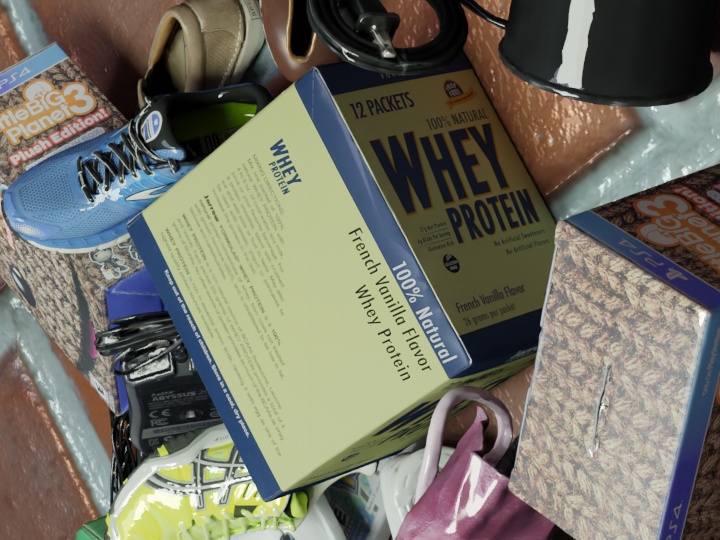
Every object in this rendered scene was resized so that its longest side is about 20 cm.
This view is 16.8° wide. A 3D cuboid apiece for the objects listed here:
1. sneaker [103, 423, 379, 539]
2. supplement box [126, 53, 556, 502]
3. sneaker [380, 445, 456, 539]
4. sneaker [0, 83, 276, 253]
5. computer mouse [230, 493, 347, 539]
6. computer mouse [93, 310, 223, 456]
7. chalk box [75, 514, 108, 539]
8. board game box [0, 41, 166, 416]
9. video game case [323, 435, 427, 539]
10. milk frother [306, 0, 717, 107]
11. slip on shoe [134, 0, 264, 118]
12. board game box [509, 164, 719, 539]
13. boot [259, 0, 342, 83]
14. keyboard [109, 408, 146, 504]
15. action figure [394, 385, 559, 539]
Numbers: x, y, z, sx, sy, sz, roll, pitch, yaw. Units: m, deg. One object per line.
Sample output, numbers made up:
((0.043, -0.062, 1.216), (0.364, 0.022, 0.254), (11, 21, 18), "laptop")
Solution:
((-0.079, 0.140, 1.578), (0.076, 0.200, 0.075), (59, -174, 36), "sneaker")
((0.000, 0.000, 1.475), (0.200, 0.134, 0.200), (-37, 76, 40), "supplement box")
((0.071, 0.199, 1.561), (0.200, 0.078, 0.099), (69, 167, -8), "sneaker")
((-0.142, -0.077, 1.581), (0.089, 0.200, 0.079), (76, 171, -66), "sneaker")
((-0.050, 0.179, 1.611), (0.200, 0.110, 0.044), (55, 179, 42), "computer mouse")
((-0.113, 0.067, 1.649), (0.200, 0.138, 0.053), (99, 162, -59), "computer mouse")
((-0.121, 0.237, 1.688), (0.124, 0.200, 0.125), (34, 130, 36), "chalk box")
((-0.192, -0.029, 1.710), (0.200, 0.097, 0.160), (47, 156, 28), "board game box")
((-0.020, 0.067, 1.640), (0.182, 0.022, 0.200), (46, 136, 29), "video game case")
((0.088, -0.195, 1.262), (0.180, 0.200, 0.188), (33, 128, 42), "milk frother")
((-0.127, -0.117, 1.659), (0.076, 0.061, 0.200), (57, 141, 17), "slip on shoe")
((0.188, 0.039, 1.225), (0.097, 0.200, 0.160), (34, 129, 37), "board game box")
((-0.022, -0.165, 1.428), (0.200, 0.068, 0.189), (-90, 16, -63), "boot")
((-0.158, 0.170, 1.835), (0.104, 0.040, 0.200), (18, 117, 44), "keyboard")
((0.029, 0.165, 1.338), (0.200, 0.134, 0.149), (-50, 42, 5), "action figure")
